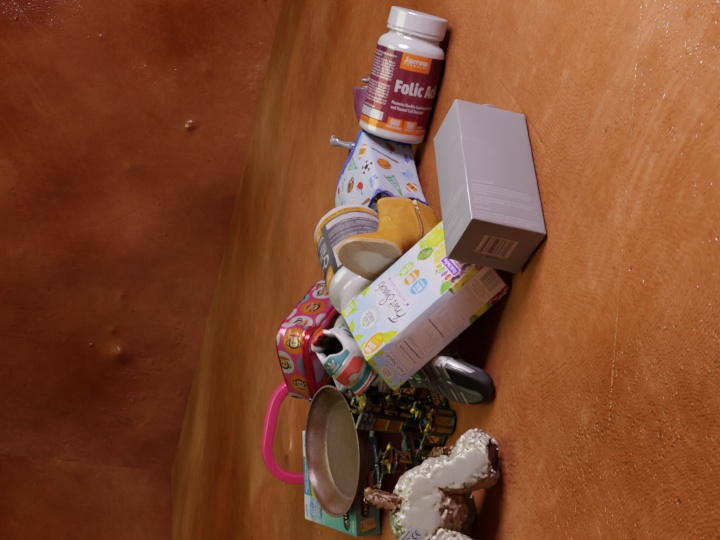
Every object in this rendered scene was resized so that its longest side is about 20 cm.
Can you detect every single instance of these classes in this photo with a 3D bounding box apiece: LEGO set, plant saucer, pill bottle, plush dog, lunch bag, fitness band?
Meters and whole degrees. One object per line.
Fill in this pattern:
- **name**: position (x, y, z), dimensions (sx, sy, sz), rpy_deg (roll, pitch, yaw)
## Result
- **LEGO set**: position (0.048, 0.199, 1.473), dimensions (0.201, 0.114, 0.155), rpy_deg (-99, 24, -47)
- **plant saucer**: position (-0.032, 0.282, 1.609), dimensions (0.200, 0.036, 0.204), rpy_deg (-4, 86, 63)
- **pill bottle**: position (0.073, -0.319, 1.680), dimensions (0.114, 0.113, 0.203), rpy_deg (-122, 44, -67)
- **plush dog**: position (0.091, 0.300, 1.271), dimensions (0.172, 0.158, 0.203), rpy_deg (64, -149, -71)
- **lunch bag**: position (0.022, -0.101, 1.728), dimensions (0.171, 0.122, 0.201), rpy_deg (-101, 33, -47)
- **pill bottle**: position (0.000, 0.000, 1.554), dimensions (0.201, 0.115, 0.117), rpy_deg (-107, 31, -49)
- **fitness band**: position (-0.112, 0.299, 1.929), dimensions (0.037, 0.142, 0.203), rpy_deg (-167, 87, -75)
- **lunch bag**: position (-0.066, 0.132, 1.793), dimensions (0.200, 0.081, 0.178), rpy_deg (-52, -39, -47)

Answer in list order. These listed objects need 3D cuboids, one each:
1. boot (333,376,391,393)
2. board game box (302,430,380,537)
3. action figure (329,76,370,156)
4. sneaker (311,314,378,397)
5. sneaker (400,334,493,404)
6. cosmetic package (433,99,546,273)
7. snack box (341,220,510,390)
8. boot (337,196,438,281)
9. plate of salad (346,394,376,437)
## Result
- **boot**: position (-0.006, 0.131, 1.738), dimensions (0.201, 0.094, 0.074), rpy_deg (-101, 26, -50)
- **board game box**: position (-0.035, 0.347, 1.706), dimensions (0.199, 0.046, 0.153), rpy_deg (-9, 82, 63)
- **action figure**: position (0.034, -0.241, 1.866), dimensions (0.147, 0.133, 0.203), rpy_deg (-5, 88, 30)
- **sneaker**: position (-0.028, 0.103, 1.534), dimensions (0.071, 0.093, 0.200), rpy_deg (-50, 22, 18)
- **sneaker**: position (0.119, 0.106, 1.371), dimensions (0.199, 0.076, 0.116), rpy_deg (8, 47, 48)
- **cosmetic package**: position (0.158, -0.109, 1.286), dimensions (0.091, 0.105, 0.202), rpy_deg (118, 157, -47)
- **snack box**: position (0.080, 0.041, 1.362), dimensions (0.200, 0.068, 0.169), rpy_deg (-43, 23, 3)
- **boot**: position (0.039, -0.054, 1.492), dimensions (0.071, 0.199, 0.145), rpy_deg (-59, 36, 34)
- **plate of salad**: position (-0.015, 0.275, 1.778), dimensions (0.200, 0.047, 0.203), rpy_deg (-171, 90, -73)
